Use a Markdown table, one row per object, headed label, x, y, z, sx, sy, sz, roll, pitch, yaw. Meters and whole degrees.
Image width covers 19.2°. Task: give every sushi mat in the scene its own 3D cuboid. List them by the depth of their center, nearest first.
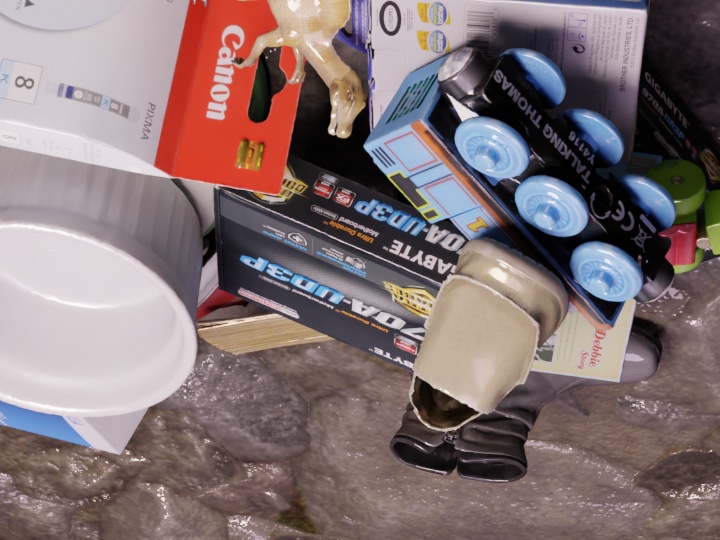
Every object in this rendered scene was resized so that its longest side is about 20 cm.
| label | x | y | z | sx | sy | sz | roll | pitch | yaw |
| --- | --- | --- | --- | --- | --- | --- | --- | --- | --- |
| sushi mat | -0.016 | 0.037 | 1.572 | 0.198 | 0.012 | 0.096 | -8 | 167 | 11 |

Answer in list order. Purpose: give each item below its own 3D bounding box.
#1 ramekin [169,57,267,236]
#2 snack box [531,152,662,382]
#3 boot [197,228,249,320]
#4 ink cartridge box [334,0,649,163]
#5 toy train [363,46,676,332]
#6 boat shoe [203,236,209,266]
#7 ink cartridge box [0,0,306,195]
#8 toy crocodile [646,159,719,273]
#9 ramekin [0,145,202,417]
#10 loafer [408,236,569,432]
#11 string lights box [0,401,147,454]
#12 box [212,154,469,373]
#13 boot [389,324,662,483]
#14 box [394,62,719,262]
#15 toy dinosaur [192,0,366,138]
| label | x | y | z | sx | sy | sz | roll | pitch | yaw |
| --- | --- | --- | --- | --- | --- | --- | --- | --- | --- |
| ramekin | -0.168 | -0.100 | 1.447 | 0.198 | 0.098 | 0.201 | 6 | 140 | 5 |
| snack box | 0.135 | -0.004 | 1.453 | 0.115 | 0.037 | 0.201 | 8 | 138 | 3 |
| boot | -0.064 | 0.013 | 1.590 | 0.144 | 0.073 | 0.200 | 29 | 133 | -25 |
| ink cartridge box | 0.075 | -0.144 | 1.309 | 0.198 | 0.077 | 0.137 | 4 | 140 | 4 |
| toy train | 0.101 | -0.049 | 1.267 | 0.200 | 0.087 | 0.114 | 45 | 144 | -20 |
| boat shoe | -0.199 | -0.010 | 1.559 | 0.199 | 0.072 | 0.068 | 5 | 107 | 23 |
| ink cartridge box | -0.133 | -0.143 | 1.338 | 0.198 | 0.161 | 0.047 | 11 | 160 | -1 |
| toy crocodile | 0.159 | -0.029 | 1.348 | 0.198 | 0.062 | 0.068 | 2 | 135 | 9 |
| ramekin | -0.199 | 0.000 | 1.419 | 0.199 | 0.098 | 0.201 | 5 | 141 | 4 |
| loafer | 0.074 | 0.047 | 1.293 | 0.075 | 0.069 | 0.200 | 27 | 156 | 8 |
| string lights box | -0.238 | 0.065 | 1.602 | 0.199 | 0.103 | 0.059 | 9 | 149 | 41 |
| box | 0.000 | 0.000 | 1.420 | 0.199 | 0.046 | 0.159 | 23 | 156 | 8 |
| boot | 0.127 | 0.104 | 1.609 | 0.198 | 0.132 | 0.070 | -1 | 139 | 13 |
| box | 0.148 | -0.048 | 1.478 | 0.199 | 0.046 | 0.159 | -22 | 130 | 32 |
| toy dinosaur | -0.050 | -0.179 | 1.300 | 0.101 | 0.058 | 0.201 | -2 | 120 | 43 |
